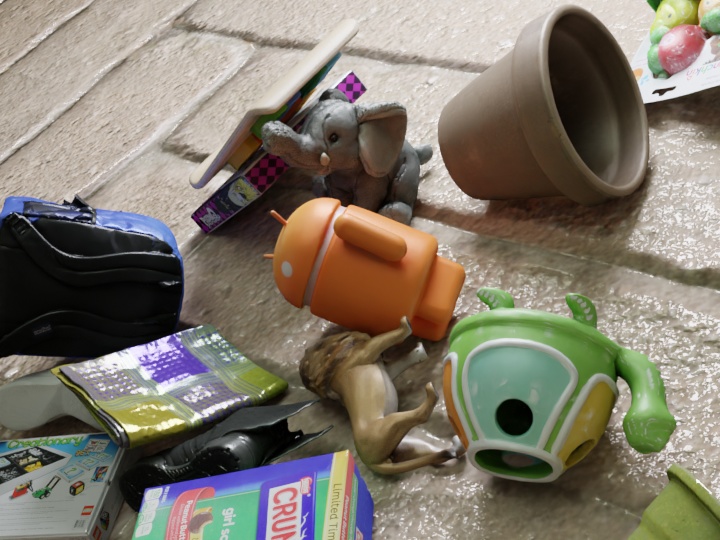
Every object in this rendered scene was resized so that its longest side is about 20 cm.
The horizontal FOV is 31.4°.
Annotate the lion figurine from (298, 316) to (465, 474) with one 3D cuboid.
[{"bbox_3d":[0.013,0.122,1.168,0.122,0.073,0.201,-29,40,7],"label":"lion figurine"}]

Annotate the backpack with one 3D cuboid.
[{"bbox_3d":[-0.289,0.001,1.375,0.197,0.164,0.168,7,18,-13],"label":"backpack"}]

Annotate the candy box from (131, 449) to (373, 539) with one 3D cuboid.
[{"bbox_3d":[-0.095,0.251,1.062,0.198,0.078,0.170,-12,38,15],"label":"candy box"}]

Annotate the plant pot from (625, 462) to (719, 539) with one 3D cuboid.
[{"bbox_3d":[0.194,0.260,0.815,0.184,0.201,0.201,-38,37,0],"label":"plant pot"}]

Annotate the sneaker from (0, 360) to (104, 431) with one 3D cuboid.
[{"bbox_3d":[-0.282,0.122,1.344,0.197,0.076,0.088,-2,16,19],"label":"sneaker"}]

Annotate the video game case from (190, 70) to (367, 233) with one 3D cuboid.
[{"bbox_3d":[-0.098,-0.138,1.509,0.200,0.036,0.181,-48,11,-28],"label":"video game case"}]

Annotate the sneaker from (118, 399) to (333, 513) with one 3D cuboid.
[{"bbox_3d":[-0.128,0.172,1.193,0.198,0.061,0.104,-22,7,37],"label":"sneaker"}]

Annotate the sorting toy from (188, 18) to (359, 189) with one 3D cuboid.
[{"bbox_3d":[-0.092,-0.178,1.413,0.185,0.036,0.200,-50,8,-36],"label":"sorting toy"}]

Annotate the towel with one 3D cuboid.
[{"bbox_3d":[-0.186,0.109,1.254,0.198,0.023,0.143,-14,34,-37],"label":"towel"}]

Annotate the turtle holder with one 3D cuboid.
[{"bbox_3d":[0.157,0.108,1.070,0.184,0.141,0.133,20,60,-7],"label":"turtle holder"}]

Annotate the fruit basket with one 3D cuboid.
[{"bbox_3d":[0.364,-0.265,1.403,0.201,0.094,0.185,-53,23,-24],"label":"fruit basket"}]

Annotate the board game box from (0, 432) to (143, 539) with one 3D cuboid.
[{"bbox_3d":[-0.323,0.222,1.263,0.198,0.035,0.127,-7,41,22],"label":"board game box"}]

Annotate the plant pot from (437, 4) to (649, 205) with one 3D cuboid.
[{"bbox_3d":[0.177,-0.152,1.333,0.173,0.201,0.201,-17,33,39],"label":"plant pot"}]

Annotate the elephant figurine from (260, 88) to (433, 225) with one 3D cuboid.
[{"bbox_3d":[-0.010,-0.136,1.380,0.140,0.201,0.156,-12,44,13],"label":"elephant figurine"}]

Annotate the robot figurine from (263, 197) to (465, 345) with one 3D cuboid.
[{"bbox_3d":[0.000,0.001,1.252,0.198,0.118,0.144,21,10,3],"label":"robot figurine"}]
